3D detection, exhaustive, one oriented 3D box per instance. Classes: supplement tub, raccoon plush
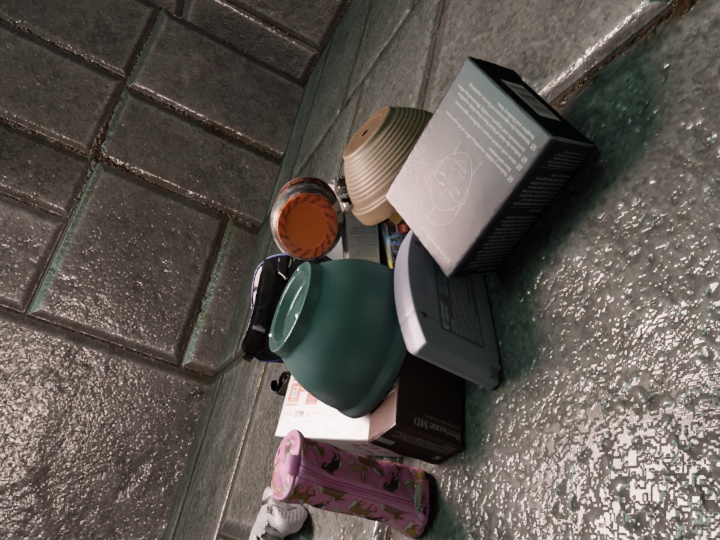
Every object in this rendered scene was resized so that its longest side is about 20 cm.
[{"bbox_3d":[-0.090,-0.090,0.993,0.200,0.120,0.125,-114,48,-75],"label":"supplement tub"},{"bbox_3d":[0.032,-0.191,1.137,0.203,0.132,0.097,-61,8,-17],"label":"raccoon plush"}]

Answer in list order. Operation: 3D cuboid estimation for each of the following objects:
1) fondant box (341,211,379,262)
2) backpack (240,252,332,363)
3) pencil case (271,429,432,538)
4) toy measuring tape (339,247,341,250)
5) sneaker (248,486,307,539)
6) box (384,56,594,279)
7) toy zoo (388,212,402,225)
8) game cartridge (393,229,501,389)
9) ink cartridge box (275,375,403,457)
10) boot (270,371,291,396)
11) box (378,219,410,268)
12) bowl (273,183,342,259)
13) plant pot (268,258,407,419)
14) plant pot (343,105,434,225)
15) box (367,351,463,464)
[{"bbox_3d":[0.000,0.000,1.021,0.144,0.056,0.206,-131,39,-82],"label":"fondant box"},{"bbox_3d":[-0.107,0.061,1.056,0.154,0.194,0.196,-60,-29,-75],"label":"backpack"},{"bbox_3d":[-0.010,0.252,0.695,0.087,0.196,0.084,-54,23,29],"label":"pencil case"},{"bbox_3d":[-0.018,-0.006,1.222,0.074,0.072,0.202,-59,24,27],"label":"toy measuring tape"},{"bbox_3d":[-0.154,0.478,1.084,0.200,0.073,0.118,158,131,-73],"label":"sneaker"},{"bbox_3d":[0.145,-0.116,0.703,0.150,0.105,0.202,54,128,28],"label":"box"},{"bbox_3d":[0.079,-0.147,0.915,0.131,0.020,0.201,-47,22,13],"label":"toy zoo"},{"bbox_3d":[0.101,0.036,0.718,0.040,0.131,0.203,-44,28,34],"label":"game cartridge"},{"bbox_3d":[-0.017,0.175,0.887,0.197,0.083,0.180,-12,56,42],"label":"ink cartridge box"},{"bbox_3d":[-0.067,0.200,1.025,0.200,0.136,0.079,-47,27,47],"label":"boot"},{"bbox_3d":[0.053,-0.050,1.000,0.201,0.037,0.140,-110,9,-64],"label":"box"},{"bbox_3d":[-0.053,-0.067,1.195,0.201,0.197,0.076,-48,-30,-31],"label":"bowl"},{"bbox_3d":[-0.036,0.070,0.759,0.201,0.132,0.203,-51,26,36],"label":"plant pot"},{"bbox_3d":[0.039,-0.174,0.874,0.200,0.092,0.202,-41,22,20],"label":"plant pot"},{"bbox_3d":[0.074,0.126,0.752,0.075,0.098,0.204,-45,30,48],"label":"box"}]
